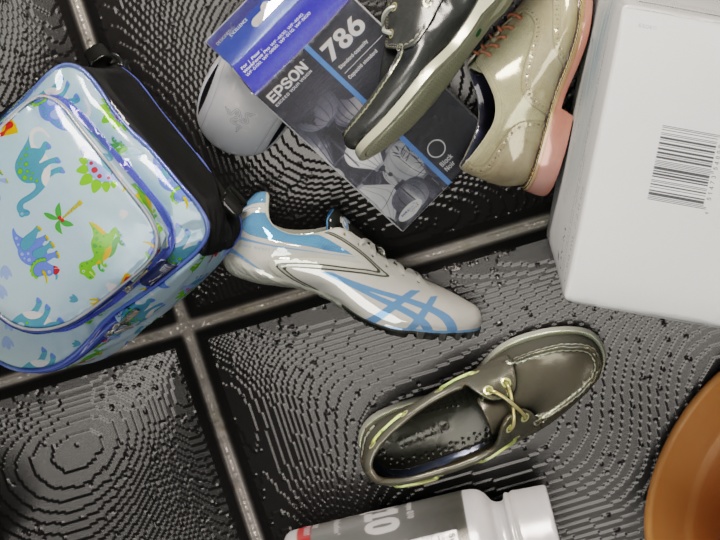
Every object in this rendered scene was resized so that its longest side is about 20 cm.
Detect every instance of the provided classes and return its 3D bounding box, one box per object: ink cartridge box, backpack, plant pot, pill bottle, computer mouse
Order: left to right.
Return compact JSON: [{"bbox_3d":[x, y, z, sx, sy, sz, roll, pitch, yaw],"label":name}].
[{"bbox_3d":[-0.213,-0.029,1.477,0.200,0.147,0.183,-43,82,18],"label":"backpack"},{"bbox_3d":[-0.053,-0.170,1.501,0.110,0.044,0.200,25,102,-6],"label":"computer mouse"},{"bbox_3d":[-0.006,-0.127,1.485,0.099,0.039,0.200,-46,115,7],"label":"ink cartridge box"},{"bbox_3d":[0.052,0.227,1.559,0.200,0.114,0.114,-14,103,3],"label":"pill bottle"},{"bbox_3d":[0.322,0.170,1.515,0.140,0.200,0.200,30,102,-24],"label":"plant pot"}]

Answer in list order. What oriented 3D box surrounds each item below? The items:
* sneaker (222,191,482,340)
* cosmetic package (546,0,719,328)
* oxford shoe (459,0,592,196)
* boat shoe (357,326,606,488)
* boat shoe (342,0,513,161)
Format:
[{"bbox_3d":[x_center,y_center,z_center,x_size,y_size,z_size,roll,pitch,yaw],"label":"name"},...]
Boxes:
[{"bbox_3d":[0.000,0.000,1.530,0.200,0.072,0.073,20,95,-8],"label":"sneaker"},{"bbox_3d":[0.208,-0.087,1.439,0.123,0.200,0.200,10,103,0],"label":"cosmetic package"},{"bbox_3d":[0.117,-0.156,1.474,0.074,0.071,0.200,10,87,-10],"label":"oxford shoe"},{"bbox_3d":[0.092,0.105,1.556,0.202,0.060,0.072,-26,102,6],"label":"boat shoe"},{"bbox_3d":[0.045,-0.165,1.443,0.068,0.072,0.200,35,87,9],"label":"boat shoe"}]
